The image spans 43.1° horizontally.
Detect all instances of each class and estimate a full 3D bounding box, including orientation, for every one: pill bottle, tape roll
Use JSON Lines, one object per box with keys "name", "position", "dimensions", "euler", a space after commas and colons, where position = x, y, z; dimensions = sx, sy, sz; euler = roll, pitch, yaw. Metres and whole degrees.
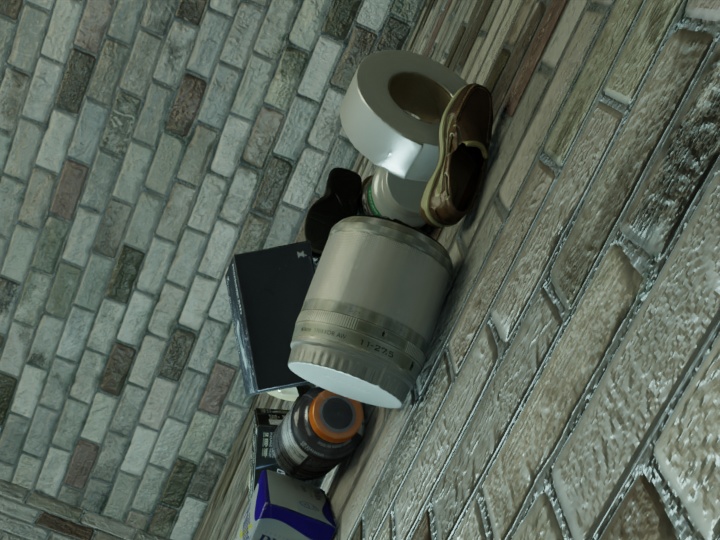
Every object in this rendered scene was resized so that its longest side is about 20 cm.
{"name": "pill bottle", "position": [0.064, -0.114, 1.395], "dimensions": [0.200, 0.113, 0.113], "euler": [138, 153, -76]}
{"name": "tape roll", "position": [0.075, -0.220, 1.290], "dimensions": [0.071, 0.202, 0.203], "euler": [121, 169, -45]}
{"name": "pill bottle", "position": [-0.056, 0.228, 1.293], "dimensions": [0.200, 0.106, 0.106], "euler": [126, 165, -61]}

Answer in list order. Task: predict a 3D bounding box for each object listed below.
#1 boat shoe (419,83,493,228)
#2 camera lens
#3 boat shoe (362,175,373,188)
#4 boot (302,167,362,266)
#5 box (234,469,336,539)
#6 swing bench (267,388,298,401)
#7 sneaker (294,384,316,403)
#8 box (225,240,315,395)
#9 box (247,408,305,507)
{"name": "boat shoe", "position": [0.140, -0.151, 1.167], "dimensions": [0.075, 0.075, 0.203], "euler": [-16, 57, 64]}
{"name": "camera lens", "position": [0.014, 0.046, 1.095], "dimensions": [0.160, 0.160, 0.200], "euler": [134, 157, -72]}
{"name": "boat shoe", "position": [-0.005, -0.078, 1.676], "dimensions": [0.200, 0.074, 0.066], "euler": [-55, -14, 3]}
{"name": "boot", "position": [-0.056, -0.051, 1.443], "dimensions": [0.204, 0.073, 0.154], "euler": [-72, 3, -49]}
{"name": "box", "position": [-0.124, 0.403, 1.268], "dimensions": [0.184, 0.105, 0.200], "euler": [-167, 100, -82]}
{"name": "swing bench", "position": [-0.076, 0.121, 1.708], "dimensions": [0.199, 0.130, 0.200], "euler": [120, 164, -46]}
{"name": "sneaker", "position": [-0.056, 0.195, 1.561], "dimensions": [0.114, 0.076, 0.200], "euler": [-47, -20, -25]}
{"name": "box", "position": [-0.125, 0.076, 1.351], "dimensions": [0.200, 0.117, 0.197], "euler": [142, 117, -75]}
{"name": "box", "position": [-0.140, 0.326, 1.528], "dimensions": [0.200, 0.086, 0.164], "euler": [170, 105, -82]}
